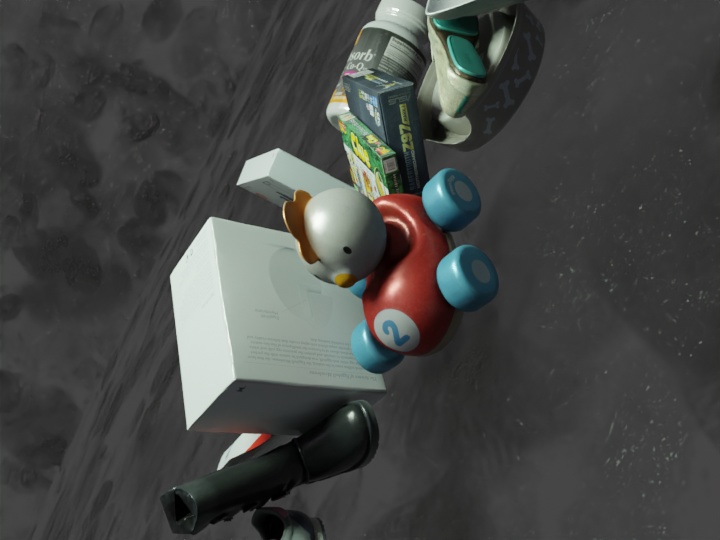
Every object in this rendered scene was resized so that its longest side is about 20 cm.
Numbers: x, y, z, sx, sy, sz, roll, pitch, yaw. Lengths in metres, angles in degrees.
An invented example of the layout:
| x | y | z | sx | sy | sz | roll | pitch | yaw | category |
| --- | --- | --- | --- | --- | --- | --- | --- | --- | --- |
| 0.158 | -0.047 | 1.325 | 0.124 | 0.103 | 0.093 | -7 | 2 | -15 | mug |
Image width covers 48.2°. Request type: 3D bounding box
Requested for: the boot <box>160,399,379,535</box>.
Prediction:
| x | y | z | sx | sy | sz | roll | pitch | yaw | category |
| --- | --- | --- | --- | --- | --- | --- | --- | --- | --- |
| -0.093 | 0.205 | 0.836 | 0.165 | 0.197 | 0.067 | -51 | 56 | 46 | boot |

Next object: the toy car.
| x | y | z | sx | sy | sz | roll | pitch | yaw | category |
| --- | --- | --- | --- | --- | --- | --- | --- | --- | --- |
| 0.002 | -0.011 | 0.814 | 0.184 | 0.197 | 0.180 | -40 | 47 | 42 | toy car |

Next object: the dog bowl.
| x | y | z | sx | sy | sz | roll | pitch | yaw | category |
| --- | --- | --- | --- | --- | --- | --- | --- | --- | --- |
| 0.143 | -0.235 | 0.965 | 0.201 | 0.058 | 0.203 | -50 | 26 | 34 | dog bowl |

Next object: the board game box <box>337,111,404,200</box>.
| x | y | z | sx | sy | sz | roll | pitch | yaw | category |
| --- | --- | --- | --- | --- | --- | --- | --- | --- | --- |
| 0.015 | -0.122 | 0.997 | 0.200 | 0.023 | 0.107 | -124 | 20 | -62 | board game box |

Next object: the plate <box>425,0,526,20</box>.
| x | y | z | sx | sy | sz | roll | pitch | yaw | category |
| --- | --- | --- | --- | --- | --- | --- | --- | --- | --- |
| 0.180 | -0.352 | 0.920 | 0.196 | 0.033 | 0.202 | -10 | 39 | 23 | plate |

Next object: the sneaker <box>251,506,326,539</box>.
| x | y | z | sx | sy | sz | roll | pitch | yaw | category |
| --- | --- | --- | --- | --- | --- | --- | --- | --- | --- |
| -0.072 | 0.318 | 0.816 | 0.071 | 0.081 | 0.200 | -59 | 22 | 11 | sneaker |

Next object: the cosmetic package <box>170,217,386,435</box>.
| x | y | z | sx | sy | sz | roll | pitch | yaw | category |
| --- | --- | --- | --- | --- | --- | --- | --- | --- | --- |
| -0.098 | 0.072 | 0.921 | 0.123 | 0.196 | 0.203 | -46 | 47 | 38 | cosmetic package |

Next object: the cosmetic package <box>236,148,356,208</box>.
| x | y | z | sx | sy | sz | roll | pitch | yaw | category |
| --- | --- | --- | --- | --- | --- | --- | --- | --- | --- |
| -0.107 | -0.135 | 1.317 | 0.053 | 0.149 | 0.199 | -65 | 21 | -8 | cosmetic package |

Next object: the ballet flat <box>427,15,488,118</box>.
| x | y | z | sx | sy | sz | roll | pitch | yaw | category |
| --- | --- | --- | --- | --- | --- | --- | --- | --- | --- |
| 0.101 | -0.244 | 0.912 | 0.202 | 0.066 | 0.063 | -87 | 16 | -47 | ballet flat |

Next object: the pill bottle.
| x | y | z | sx | sy | sz | roll | pitch | yaw | category |
| --- | --- | --- | --- | --- | --- | --- | --- | --- | --- |
| 0.035 | -0.300 | 1.216 | 0.116 | 0.115 | 0.204 | 3 | 69 | 67 | pill bottle |

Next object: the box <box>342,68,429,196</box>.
| x | y | z | sx | sy | sz | roll | pitch | yaw | category |
| --- | --- | --- | --- | --- | --- | --- | --- | --- | --- |
| 0.033 | -0.169 | 1.043 | 0.200 | 0.050 | 0.161 | -125 | 20 | -66 | box |

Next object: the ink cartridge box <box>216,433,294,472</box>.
| x | y | z | sx | sy | sz | roll | pitch | yaw | category |
| --- | --- | --- | --- | --- | --- | --- | --- | --- | --- |
| -0.139 | 0.212 | 0.989 | 0.199 | 0.048 | 0.160 | -23 | -20 | -52 | ink cartridge box |
